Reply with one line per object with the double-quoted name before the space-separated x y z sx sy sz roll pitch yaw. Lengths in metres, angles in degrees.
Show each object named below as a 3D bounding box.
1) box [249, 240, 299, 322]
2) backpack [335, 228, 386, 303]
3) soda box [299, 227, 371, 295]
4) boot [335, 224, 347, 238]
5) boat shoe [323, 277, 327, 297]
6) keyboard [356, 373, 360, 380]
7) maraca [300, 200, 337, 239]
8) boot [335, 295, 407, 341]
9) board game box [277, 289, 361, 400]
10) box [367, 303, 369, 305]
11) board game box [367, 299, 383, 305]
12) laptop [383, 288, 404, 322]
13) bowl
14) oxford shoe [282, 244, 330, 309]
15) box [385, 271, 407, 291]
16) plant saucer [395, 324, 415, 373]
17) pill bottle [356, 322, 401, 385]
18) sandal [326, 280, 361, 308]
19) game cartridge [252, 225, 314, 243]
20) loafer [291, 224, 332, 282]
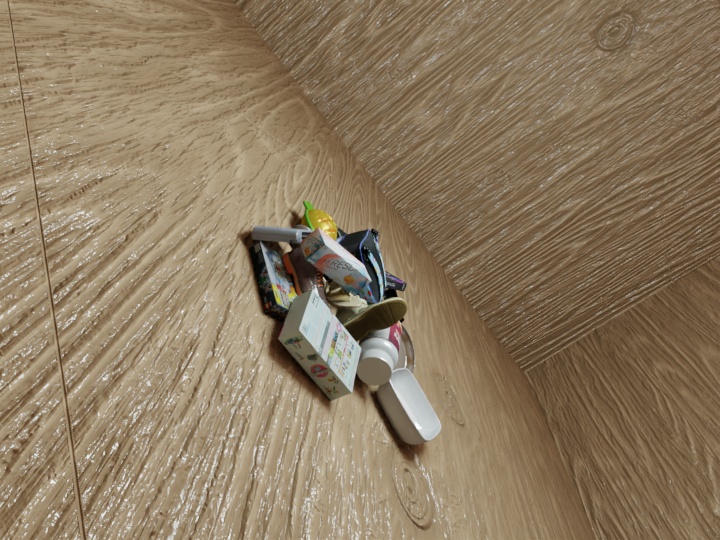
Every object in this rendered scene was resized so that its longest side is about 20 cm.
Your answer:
"box" -0.189 0.037 1.261 0.136 0.038 0.201 38 22 -48
"backpack" 0.000 0.000 1.552 0.183 0.134 0.201 -65 141 -63
"soda box" -0.059 -0.020 1.303 0.200 0.063 0.069 38 19 -44
"boot" -0.069 -0.093 1.798 0.154 0.073 0.204 34 19 -48
"boat shoe" -0.116 0.045 1.411 0.071 0.064 0.200 45 19 -30
"keyboard" -0.024 0.226 1.389 0.200 0.021 0.127 46 18 -26
"maraca" -0.134 -0.140 1.661 0.137 0.107 0.201 49 15 -43
"boot" 0.022 0.107 1.394 0.072 0.199 0.155 60 6 -19
"board game box" -0.085 0.164 1.179 0.200 0.064 0.148 53 27 -23
"box" 0.026 0.155 1.623 0.200 0.049 0.082 48 17 -25
"board game box" 0.040 0.091 1.835 0.135 0.029 0.200 45 18 -33
"laptop" 0.058 0.097 1.763 0.177 0.103 0.201 -18 92 -73
"bowl" 0.122 0.369 1.418 0.200 0.074 0.200 59 15 15
"oxford shoe" -0.118 0.025 1.289 0.201 0.072 0.071 59 15 14
"box" 0.037 0.017 1.750 0.199 0.036 0.143 11 14 -36
"plant saucer" 0.092 0.238 1.574 0.200 0.032 0.201 27 52 -40
"pill bottle" 0.048 0.202 1.392 0.110 0.109 0.200 49 24 -17
"sandal" -0.061 0.043 1.420 0.212 0.077 0.070 -155 -120 -64
"game cartridge" -0.195 -0.092 1.358 0.200 0.132 0.042 -19 118 -79
"loafer" -0.133 -0.045 1.527 0.200 0.073 0.071 51 15 -13
